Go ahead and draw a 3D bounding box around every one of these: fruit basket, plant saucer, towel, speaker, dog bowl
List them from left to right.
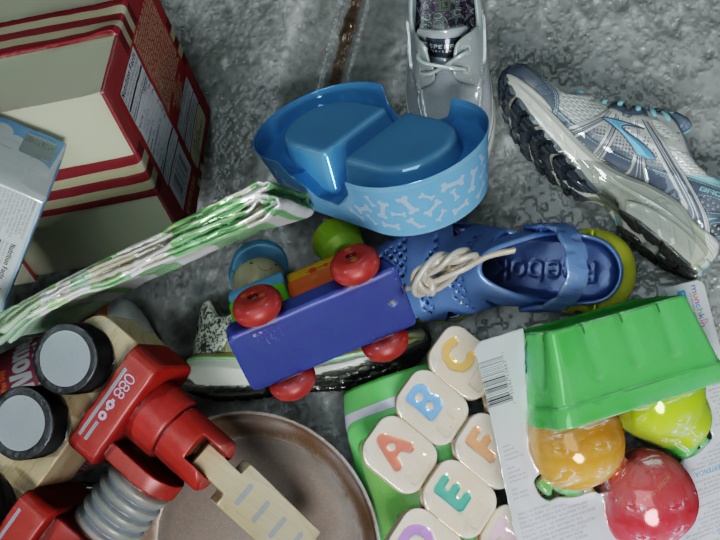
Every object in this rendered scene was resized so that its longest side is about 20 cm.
[{"bbox_3d":[-0.130,-0.005,0.701,0.199,0.153,0.024,-26,89,7],"label":"towel"},{"bbox_3d":[-0.077,0.203,0.763,0.199,0.032,0.202,-2,84,15],"label":"plant saucer"},{"bbox_3d":[0.010,-0.080,0.760,0.111,0.050,0.199,-39,37,-27],"label":"dog bowl"},{"bbox_3d":[0.051,0.173,0.751,0.088,0.088,0.201,-20,79,12],"label":"speaker"},{"bbox_3d":[0.174,0.123,0.705,0.184,0.094,0.202,-14,97,-19],"label":"fruit basket"}]

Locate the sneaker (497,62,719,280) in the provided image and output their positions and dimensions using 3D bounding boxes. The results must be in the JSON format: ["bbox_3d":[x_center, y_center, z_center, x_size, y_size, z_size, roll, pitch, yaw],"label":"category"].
[{"bbox_3d":[0.185,-0.086,0.758,0.200,0.078,0.086,43,83,8],"label":"sneaker"}]

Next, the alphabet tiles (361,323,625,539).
[{"bbox_3d":[0.107,0.138,0.722,0.195,0.015,0.200,39,69,-2],"label":"alphabet tiles"}]

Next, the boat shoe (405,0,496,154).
[{"bbox_3d":[0.061,-0.167,0.791,0.069,0.071,0.203,-4,85,14],"label":"boat shoe"}]

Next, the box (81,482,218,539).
[{"bbox_3d":[-0.197,0.249,0.829,0.198,0.044,0.162,-3,83,15],"label":"box"}]

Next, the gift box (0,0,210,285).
[{"bbox_3d":[-0.227,-0.093,0.791,0.185,0.201,0.185,-8,44,10],"label":"gift box"}]

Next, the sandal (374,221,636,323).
[{"bbox_3d":[0.092,-0.003,0.757,0.198,0.087,0.080,-6,85,18],"label":"sandal"}]

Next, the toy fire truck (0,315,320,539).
[{"bbox_3d":[-0.142,0.152,0.699,0.200,0.129,0.177,37,93,14],"label":"toy fire truck"}]

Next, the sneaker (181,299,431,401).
[{"bbox_3d":[-0.046,0.045,0.800,0.198,0.077,0.089,-6,74,12],"label":"sneaker"}]

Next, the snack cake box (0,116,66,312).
[{"bbox_3d":[-0.282,-0.014,0.700,0.114,0.067,0.200,21,127,-17],"label":"snack cake box"}]

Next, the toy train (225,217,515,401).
[{"bbox_3d":[0.000,0.000,0.746,0.199,0.085,0.116,-23,34,-1],"label":"toy train"}]

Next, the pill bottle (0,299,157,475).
[{"bbox_3d":[-0.245,0.110,0.806,0.199,0.110,0.110,-24,78,-1],"label":"pill bottle"}]
